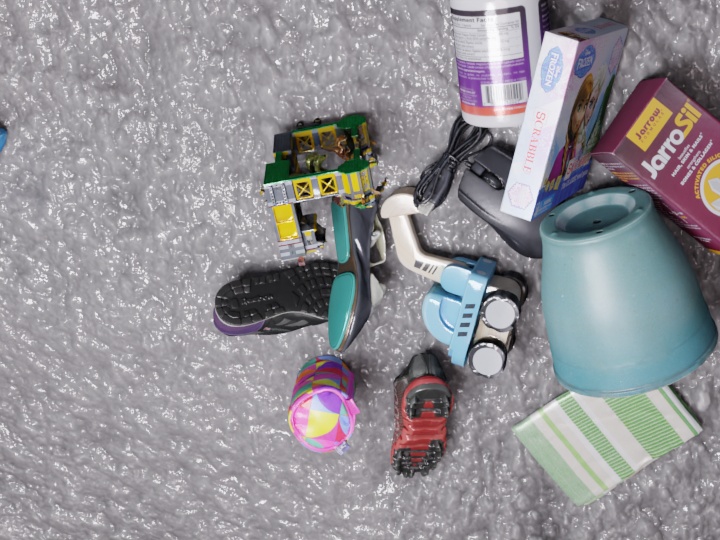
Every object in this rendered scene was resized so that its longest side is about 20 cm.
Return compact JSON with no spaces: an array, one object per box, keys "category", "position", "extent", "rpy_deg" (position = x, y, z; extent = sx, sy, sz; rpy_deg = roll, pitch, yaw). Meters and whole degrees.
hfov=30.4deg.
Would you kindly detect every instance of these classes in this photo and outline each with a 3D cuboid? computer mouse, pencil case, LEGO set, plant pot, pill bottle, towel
[{"category":"computer mouse","position":[0.173,-0.085,1.581],"extent":[0.199,0.053,0.139],"rpy_deg":[33,87,-12]},{"category":"pencil case","position":[-0.043,0.163,1.642],"extent":[0.087,0.200,0.089],"rpy_deg":[0,99,-2]},{"category":"LEGO set","position":[-0.041,-0.089,1.552],"extent":[0.152,0.200,0.117],"rpy_deg":[-14,118,-3]},{"category":"plant pot","position":[0.296,0.013,1.540],"extent":[0.198,0.200,0.190],"rpy_deg":[-16,112,12]},{"category":"pill bottle","position":[0.159,-0.272,1.496],"extent":[0.110,0.112,0.202],"rpy_deg":[-5,111,8]},{"category":"towel","position":[0.320,0.205,1.716],"extent":[0.199,0.023,0.153],"rpy_deg":[-37,103,19]}]

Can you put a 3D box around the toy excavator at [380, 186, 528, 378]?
[{"category":"toy excavator","position":[0.107,0.014,1.631],"extent":[0.198,0.100,0.196],"rpy_deg":[16,111,9]}]

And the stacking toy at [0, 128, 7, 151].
[{"category":"stacking toy","position":[-0.543,-0.184,1.623],"extent":[0.200,0.116,0.110],"rpy_deg":[41,110,5]}]

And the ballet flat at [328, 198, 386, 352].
[{"category":"ballet flat","position":[0.000,0.000,1.619],"extent":[0.072,0.073,0.202],"rpy_deg":[0,84,6]}]

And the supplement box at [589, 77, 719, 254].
[{"category":"supplement box","position":[0.381,-0.118,1.531],"extent":[0.199,0.086,0.111],"rpy_deg":[37,89,-9]}]

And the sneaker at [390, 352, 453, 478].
[{"category":"sneaker","position":[0.076,0.184,1.709],"extent":[0.070,0.099,0.202],"rpy_deg":[0,135,-7]}]

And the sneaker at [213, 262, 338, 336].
[{"category":"sneaker","position":[-0.090,0.042,1.679],"extent":[0.198,0.088,0.077],"rpy_deg":[-4,69,-11]}]

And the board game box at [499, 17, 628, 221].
[{"category":"board game box","position":[0.229,-0.173,1.477],"extent":[0.041,0.200,0.201],"rpy_deg":[20,113,20]}]
